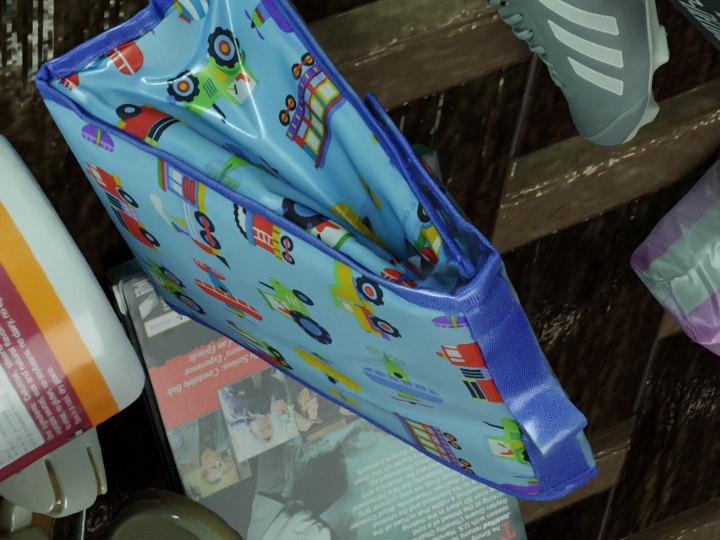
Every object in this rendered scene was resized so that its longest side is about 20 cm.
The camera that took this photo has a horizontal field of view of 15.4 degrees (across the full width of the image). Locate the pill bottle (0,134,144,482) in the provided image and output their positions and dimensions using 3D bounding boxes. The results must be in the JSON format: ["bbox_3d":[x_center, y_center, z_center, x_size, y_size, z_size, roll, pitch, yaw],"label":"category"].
[{"bbox_3d":[-0.183,0.045,0.900,0.200,0.110,0.110,-31,148,-8],"label":"pill bottle"}]

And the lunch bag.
[{"bbox_3d":[0.000,0.000,0.913,0.094,0.200,0.151,-42,147,-11],"label":"lunch bag"}]

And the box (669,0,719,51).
[{"bbox_3d":[0.165,-0.177,0.926,0.158,0.050,0.200,33,83,-56],"label":"box"}]

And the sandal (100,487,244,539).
[{"bbox_3d":[-0.092,0.173,1.063,0.200,0.080,0.054,-62,180,33],"label":"sandal"}]

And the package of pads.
[{"bbox_3d":[0.222,-0.003,1.256,0.120,0.076,0.200,-43,148,14],"label":"package of pads"}]

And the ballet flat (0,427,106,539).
[{"bbox_3d":[-0.121,0.093,0.997,0.067,0.064,0.200,-11,116,-43],"label":"ballet flat"}]

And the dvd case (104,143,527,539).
[{"bbox_3d":[-0.012,0.065,1.079,0.146,0.022,0.200,-24,113,-20],"label":"dvd case"}]

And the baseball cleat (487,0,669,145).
[{"bbox_3d":[0.065,-0.112,0.989,0.106,0.070,0.200,-11,145,-4],"label":"baseball cleat"}]
